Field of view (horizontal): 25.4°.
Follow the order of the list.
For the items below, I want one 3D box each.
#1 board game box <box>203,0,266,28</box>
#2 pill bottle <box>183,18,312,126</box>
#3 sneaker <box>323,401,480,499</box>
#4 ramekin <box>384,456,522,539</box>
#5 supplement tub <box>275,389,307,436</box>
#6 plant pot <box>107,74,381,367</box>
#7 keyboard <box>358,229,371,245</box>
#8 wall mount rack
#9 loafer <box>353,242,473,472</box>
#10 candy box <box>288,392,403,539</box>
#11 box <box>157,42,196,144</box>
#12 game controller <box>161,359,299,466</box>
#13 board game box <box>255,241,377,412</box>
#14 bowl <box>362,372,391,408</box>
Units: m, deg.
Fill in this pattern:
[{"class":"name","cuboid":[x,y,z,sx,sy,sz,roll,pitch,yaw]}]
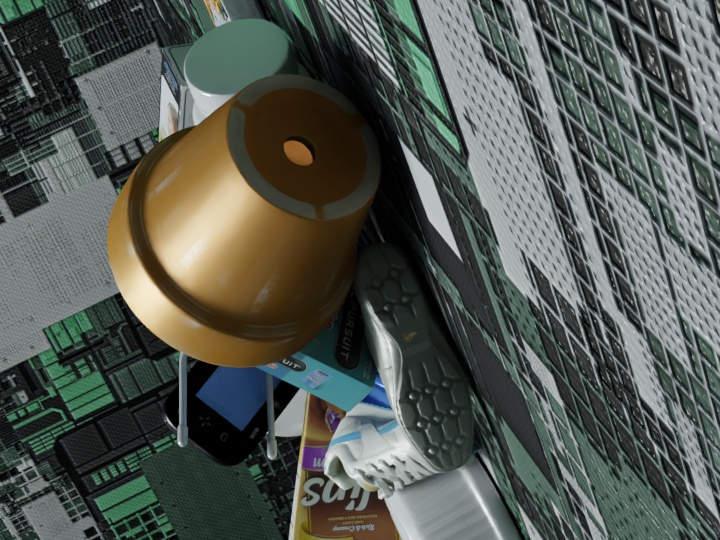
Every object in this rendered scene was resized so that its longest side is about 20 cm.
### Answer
[{"class":"board game box","cuboid":[-0.140,-0.286,1.614,0.200,0.035,0.127,-177,62,-84]},{"class":"pill bottle","cuboid":[-0.084,-0.121,1.430,0.113,0.113,0.200,59,173,41]},{"class":"sneaker","cuboid":[0.039,0.175,1.506,0.076,0.081,0.200,38,158,-22]},{"class":"ramekin","cuboid":[0.097,0.267,1.564,0.202,0.094,0.203,155,90,-84]},{"class":"supplement tub","cuboid":[-0.082,0.087,1.905,0.200,0.131,0.132,-82,-24,-51]},{"class":"plant pot","cuboid":[-0.076,-0.052,1.242,0.201,0.200,0.183,63,146,15]},{"class":"keyboard","cuboid":[0.000,0.000,1.576,0.104,0.040,0.200,62,164,-3]},{"class":"wall mount rack","cuboid":[-0.120,0.095,1.636,0.200,0.174,0.075,14,-167,-39]},{"class":"loafer","cuboid":[0.045,0.071,1.345,0.070,0.070,0.201,-143,36,-88]},{"class":"candy box","cuboid":[-0.006,0.198,1.662,0.056,0.116,0.201,-170,87,-85]},{"class":"box","cuboid":[-0.133,-0.129,1.548,0.200,0.116,0.060,99,151,-46]},{"class":"game controller","cuboid":[-0.126,0.121,1.704,0.104,0.200,0.042,31,138,7]},{"class":"board game box","cuboid":[-0.073,0.012,1.377,0.200,0.047,0.151,27,-135,-19]},{"class":"bowl","cuboid":[-0.006,0.077,1.539,0.200,0.039,0.201,33,163,11]}]
